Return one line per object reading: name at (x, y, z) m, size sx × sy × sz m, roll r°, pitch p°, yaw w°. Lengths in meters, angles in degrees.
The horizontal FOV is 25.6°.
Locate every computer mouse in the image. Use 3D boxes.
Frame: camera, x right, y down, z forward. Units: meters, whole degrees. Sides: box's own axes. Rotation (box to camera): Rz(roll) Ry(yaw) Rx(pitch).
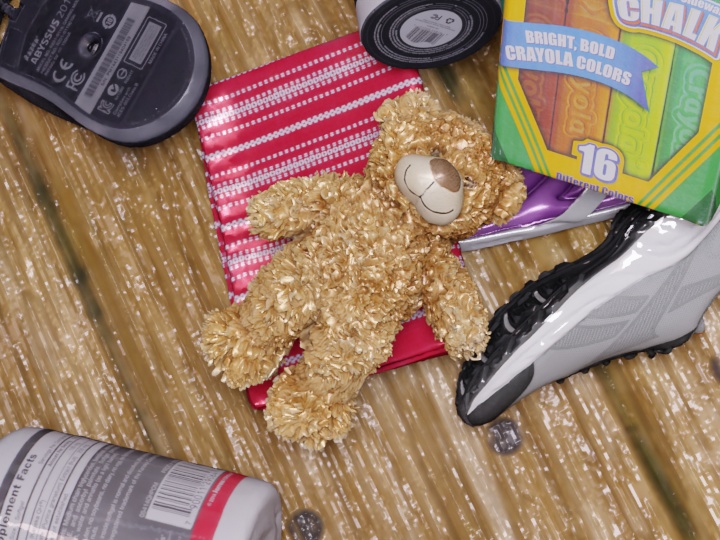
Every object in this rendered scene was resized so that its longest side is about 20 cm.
computer mouse at (-0.158, -0.136, 0.946) m, size 0.199 × 0.053 × 0.139 m, roll 32°, pitch 87°, yaw 28°

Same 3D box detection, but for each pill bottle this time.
pill bottle at (-0.150, 0.147, 0.855) m, size 0.198 × 0.111 × 0.112 m, roll 11°, pitch 80°, yaw 11°

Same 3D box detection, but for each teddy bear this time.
teddy bear at (0.000, 0.000, 0.844) m, size 0.199 × 0.067 × 0.146 m, roll -33°, pitch 73°, yaw 10°

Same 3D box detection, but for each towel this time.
towel at (-0.019, -0.032, 0.904) m, size 0.144 × 0.022 × 0.202 m, roll -17°, pitch 76°, yaw 17°

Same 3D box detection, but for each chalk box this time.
chalk box at (0.147, -0.148, 0.781) m, size 0.124 × 0.201 × 0.124 m, roll 19°, pitch 47°, yaw 19°

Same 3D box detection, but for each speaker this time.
speaker at (0.025, -0.219, 0.898) m, size 0.080 × 0.081 × 0.202 m, roll -11°, pitch 65°, yaw 6°

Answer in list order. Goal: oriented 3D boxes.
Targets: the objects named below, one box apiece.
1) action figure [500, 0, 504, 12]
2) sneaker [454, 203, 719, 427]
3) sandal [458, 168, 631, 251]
action figure at (0.168, -0.196, 0.911) m, size 0.198 × 0.055 × 0.119 m, roll 5°, pitch 76°, yaw 5°
sneaker at (0.136, 0.026, 0.860) m, size 0.200 × 0.074 × 0.080 m, roll -37°, pitch 103°, yaw 7°
sandal at (0.118, -0.064, 0.889) m, size 0.201 × 0.050 × 0.083 m, roll -26°, pitch 76°, yaw 4°
